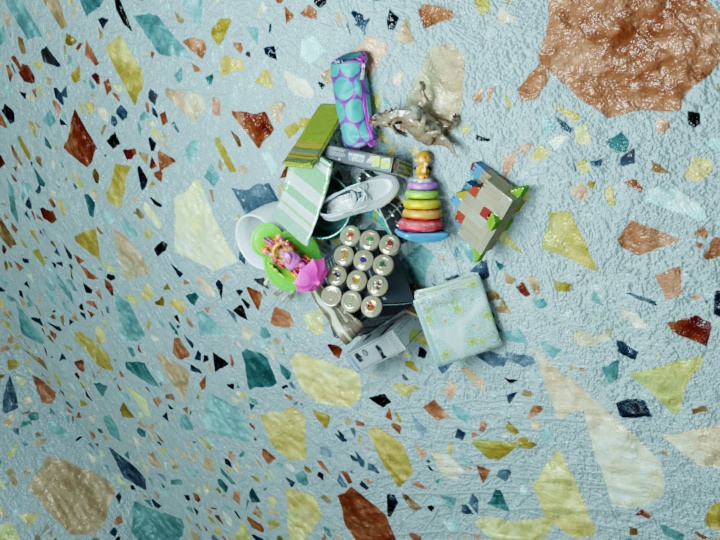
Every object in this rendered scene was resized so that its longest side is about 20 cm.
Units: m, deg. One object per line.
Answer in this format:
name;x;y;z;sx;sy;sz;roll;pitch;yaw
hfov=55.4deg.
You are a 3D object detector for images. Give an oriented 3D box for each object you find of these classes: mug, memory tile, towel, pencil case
mug;-0.218;-0.085;1.792;0.147;0.175;0.202;31;129;20
memory tile;0.000;0.000;1.586;0.151;0.017;0.203;14;79;16
mug;-0.076;-0.166;1.684;0.151;0.114;0.187;30;95;9
towel;-0.136;-0.182;1.598;0.152;0.023;0.202;38;115;40
towel;0.229;0.117;1.629;0.169;0.048;0.203;-18;106;8
towel;-0.104;-0.314;1.582;0.085;0.202;0.018;10;148;29
pencil case;-0.012;-0.383;1.547;0.092;0.085;0.203;16;124;45

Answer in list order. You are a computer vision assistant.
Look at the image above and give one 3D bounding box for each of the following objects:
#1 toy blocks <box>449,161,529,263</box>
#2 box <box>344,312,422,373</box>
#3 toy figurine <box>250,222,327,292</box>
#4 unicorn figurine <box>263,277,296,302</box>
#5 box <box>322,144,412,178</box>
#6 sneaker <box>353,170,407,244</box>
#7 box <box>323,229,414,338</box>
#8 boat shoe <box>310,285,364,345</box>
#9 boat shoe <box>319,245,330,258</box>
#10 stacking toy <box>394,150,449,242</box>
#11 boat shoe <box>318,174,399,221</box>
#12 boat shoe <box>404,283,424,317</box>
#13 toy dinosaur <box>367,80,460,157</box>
toy blocks;0.260;-0.140;1.498;0.137;0.099;0.202;43;131;23
box;0.062;0.186;1.788;0.199;0.116;0.060;-34;94;41
toy figurine;-0.153;-0.023;1.599;0.200;0.151;0.184;41;174;-24
unicorn figurine;-0.188;0.013;1.841;0.074;0.137;0.200;45;175;5
box;0.009;-0.254;1.585;0.198;0.110;0.035;16;97;28
sneaker;0.051;-0.147;1.653;0.201;0.077;0.080;55;146;6
box;0.003;0.034;1.695;0.196;0.123;0.203;-38;64;43
boat shoe;-0.050;0.088;1.632;0.203;0.075;0.075;53;-178;40
boat shoe;-0.086;0.028;1.823;0.203;0.086;0.074;53;132;-2
stacking toy;0.140;-0.170;1.557;0.114;0.110;0.204;-2;102;-10
boat shoe;-0.007;-0.169;1.576;0.197;0.068;0.073;-14;88;12
boat shoe;0.133;0.068;1.703;0.197;0.070;0.071;12;121;30
toy dinosaur;0.129;-0.312;1.495;0.199;0.086;0.135;38;143;-10
